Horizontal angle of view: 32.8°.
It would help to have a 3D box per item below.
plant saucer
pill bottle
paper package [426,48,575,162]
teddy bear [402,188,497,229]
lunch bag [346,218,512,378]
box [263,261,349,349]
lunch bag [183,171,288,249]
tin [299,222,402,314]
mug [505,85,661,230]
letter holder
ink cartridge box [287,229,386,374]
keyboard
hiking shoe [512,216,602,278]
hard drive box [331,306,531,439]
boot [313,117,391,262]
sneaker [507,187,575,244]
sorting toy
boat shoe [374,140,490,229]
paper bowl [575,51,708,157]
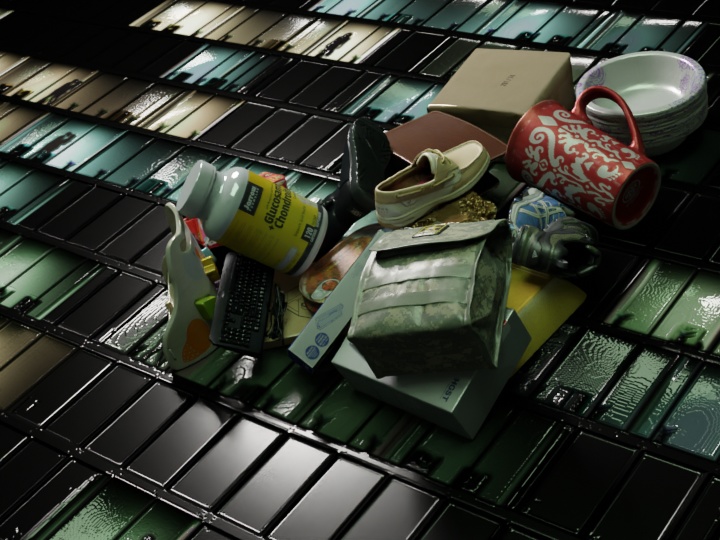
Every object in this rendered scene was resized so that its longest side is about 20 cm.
[{"bbox_3d":[0.171,0.044,1.659,0.199,0.049,0.200,19,47,39],"label":"plant saucer"},{"bbox_3d":[-0.155,-0.078,1.737,0.199,0.112,0.112,25,31,-19],"label":"pill bottle"},{"bbox_3d":[0.237,-0.274,2.020,0.190,0.104,0.200,10,43,30],"label":"paper package"},{"bbox_3d":[0.128,-0.045,1.705,0.144,0.067,0.200,-16,24,6],"label":"teddy bear"},{"bbox_3d":[0.090,0.017,1.479,0.163,0.118,0.201,-6,50,26],"label":"lunch bag"},{"bbox_3d":[-0.054,0.041,1.765,0.199,0.021,0.164,-10,36,4],"label":"box"},{"bbox_3d":[-0.199,-0.089,1.888,0.175,0.082,0.200,-21,10,-10],"label":"lunch bag"},{"bbox_3d":[0.000,0.000,1.751,0.112,0.042,0.200,18,46,41],"label":"tin"},{"bbox_3d":[0.334,-0.169,1.783,0.133,0.178,0.200,-5,32,-44],"label":"mug"},{"bbox_3d":[0.133,-0.157,1.903,0.142,0.101,0.200,-29,38,-22],"label":"letter holder"},{"bbox_3d":[-0.020,0.043,1.625,0.044,0.094,0.200,37,81,3],"label":"ink cartridge box"},{"bbox_3d":[-0.148,0.039,1.711,0.104,0.040,0.200,17,39,-11],"label":"keyboard"},{"bbox_3d":[0.285,-0.020,1.652,0.100,0.076,0.200,29,23,31],"label":"hiking shoe"},{"bbox_3d":[0.089,0.101,1.547,0.199,0.077,0.156,18,67,37],"label":"hard drive box"},{"bbox_3d":[-0.034,-0.122,1.861,0.168,0.076,0.201,-40,31,34],"label":"boot"},{"bbox_3d":[0.251,-0.065,1.730,0.077,0.076,0.200,19,29,15],"label":"sneaker"},{"bbox_3d":[-0.248,0.004,1.747,0.106,0.181,0.200,-14,36,0],"label":"sorting toy"},{"bbox_3d":[0.102,-0.136,1.736,0.200,0.069,0.074,-36,40,-23],"label":"boat shoe"},{"bbox_3d":[0.442,-0.253,1.917,0.200,0.105,0.201,-9,36,7],"label":"paper bowl"}]
